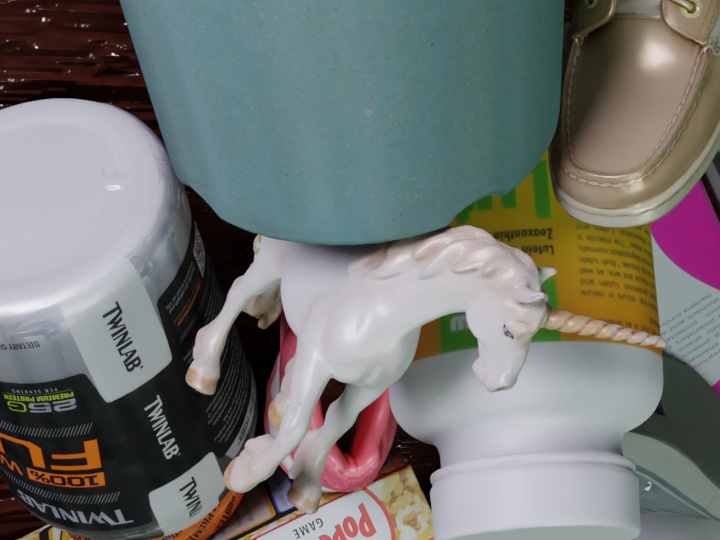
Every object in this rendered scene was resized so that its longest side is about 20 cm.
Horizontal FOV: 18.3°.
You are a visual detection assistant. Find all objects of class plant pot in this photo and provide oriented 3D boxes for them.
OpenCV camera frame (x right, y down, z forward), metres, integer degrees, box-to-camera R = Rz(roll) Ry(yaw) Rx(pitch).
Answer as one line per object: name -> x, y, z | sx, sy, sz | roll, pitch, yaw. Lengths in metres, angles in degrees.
plant pot -> -0.009, -0.129, 0.771 | 0.200, 0.200, 0.197 | -19, 132, -12

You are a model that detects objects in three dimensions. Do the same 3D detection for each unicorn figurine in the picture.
unicorn figurine -> -0.002, 0.020, 0.833 | 0.074, 0.200, 0.138 | 15, 113, -42

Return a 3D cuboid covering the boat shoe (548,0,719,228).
boat shoe -> 0.111, -0.112, 0.843 | 0.073, 0.200, 0.069 | 6, 150, 22

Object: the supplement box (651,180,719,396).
supplement box -> 0.118, -0.006, 1.071 | 0.101, 0.103, 0.200 | -31, 139, 2

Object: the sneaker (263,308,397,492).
sneaker -> 0.000, 0.000, 0.958 | 0.073, 0.087, 0.201 | 0, 94, -10

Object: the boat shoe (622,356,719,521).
boat shoe -> 0.115, 0.078, 1.040 | 0.071, 0.070, 0.201 | -29, 144, 30

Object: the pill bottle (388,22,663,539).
pill bottle -> 0.064, 0.010, 0.903 | 0.111, 0.201, 0.111 | -3, 165, -1

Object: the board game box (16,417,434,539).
board game box -> -0.072, 0.131, 1.067 | 0.200, 0.152, 0.046 | -26, 106, -3

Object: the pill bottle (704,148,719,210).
pill bottle -> 0.196, -0.073, 0.963 | 0.114, 0.114, 0.200 | -32, 141, 3

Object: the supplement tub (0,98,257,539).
supplement tub -> -0.114, 0.033, 0.958 | 0.122, 0.123, 0.200 | -24, 140, -6

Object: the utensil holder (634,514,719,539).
utensil holder -> 0.245, 0.122, 1.231 | 0.200, 0.170, 0.170 | -28, 140, 0
